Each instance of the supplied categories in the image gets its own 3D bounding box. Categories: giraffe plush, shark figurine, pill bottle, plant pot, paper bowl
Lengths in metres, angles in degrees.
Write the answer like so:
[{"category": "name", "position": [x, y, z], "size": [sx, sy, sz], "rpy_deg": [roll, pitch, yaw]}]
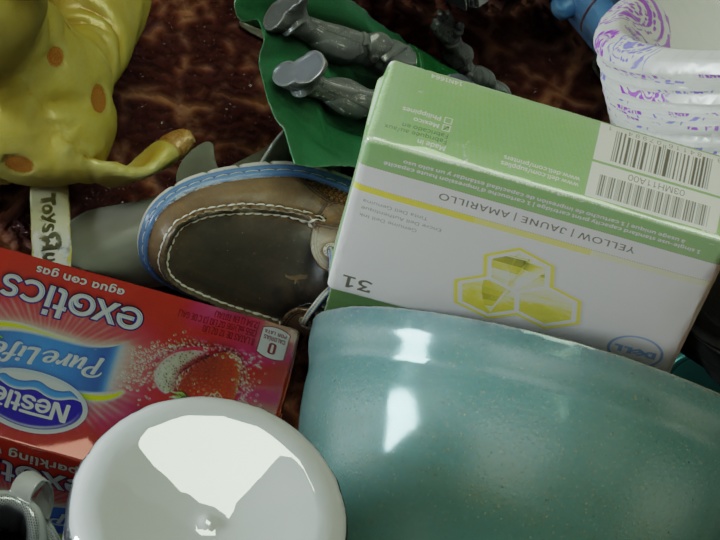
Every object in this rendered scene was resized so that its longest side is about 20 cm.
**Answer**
[{"category": "giraffe plush", "position": [-0.178, -0.114, 1.245], "size": [0.172, 0.162, 0.200], "rpy_deg": [-25, 55, -3]}, {"category": "shark figurine", "position": [-0.038, -0.063, 1.312], "size": [0.128, 0.090, 0.215], "rpy_deg": [31, 58, 9]}, {"category": "pill bottle", "position": [-0.070, 0.142, 1.096], "size": [0.106, 0.200, 0.106], "rpy_deg": [5, 57, -7]}, {"category": "plant pot", "position": [0.059, 0.109, 1.163], "size": [0.200, 0.200, 0.134], "rpy_deg": [16, 78, 0]}, {"category": "paper bowl", "position": [0.210, -0.079, 1.231], "size": [0.200, 0.104, 0.201], "rpy_deg": [-11, 19, 4]}]

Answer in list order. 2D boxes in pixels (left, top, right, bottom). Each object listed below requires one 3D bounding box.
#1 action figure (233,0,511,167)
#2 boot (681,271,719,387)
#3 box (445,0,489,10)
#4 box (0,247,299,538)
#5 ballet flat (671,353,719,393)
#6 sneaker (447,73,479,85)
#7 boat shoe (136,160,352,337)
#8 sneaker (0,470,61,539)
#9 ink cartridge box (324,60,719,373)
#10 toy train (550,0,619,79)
[{"category": "action figure", "position": [0.033, -0.079, 1.305], "size": [0.200, 0.055, 0.118], "rpy_deg": [19, 52, -46]}, {"category": "boot", "position": [0.149, 0.024, 1.203], "size": [0.132, 0.200, 0.070], "rpy_deg": [10, 51, 23]}, {"category": "box", "position": [0.049, -0.223, 1.368], "size": [0.193, 0.048, 0.200], "rpy_deg": [28, 52, 36]}, {"category": "box", "position": [-0.136, 0.062, 1.199], "size": [0.200, 0.100, 0.096], "rpy_deg": [16, 55, 0]}, {"category": "ballet flat", "position": [0.232, 0.064, 1.294], "size": [0.200, 0.069, 0.071], "rpy_deg": [19, 37, -2]}, {"category": "sneaker", "position": [0.097, -0.028, 1.260], "size": [0.200, 0.074, 0.081], "rpy_deg": [38, 23, -37]}, {"category": "boat shoe", "position": [0.000, 0.000, 1.253], "size": [0.200, 0.072, 0.072], "rpy_deg": [6, 23, -19]}, {"category": "sneaker", "position": [-0.187, 0.164, 1.111], "size": [0.075, 0.115, 0.200], "rpy_deg": [35, 57, 13]}, {"category": "ink cartridge box", "position": [0.059, 0.007, 1.121], "size": [0.145, 0.200, 0.048], "rpy_deg": [16, 55, 0]}, {"category": "toy train", "position": [0.135, -0.166, 1.416], "size": [0.114, 0.087, 0.200], "rpy_deg": [-28, 65, -17]}]
